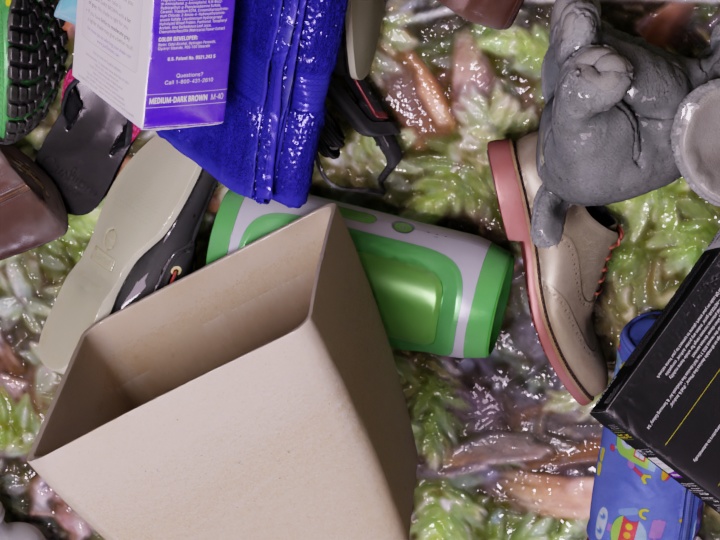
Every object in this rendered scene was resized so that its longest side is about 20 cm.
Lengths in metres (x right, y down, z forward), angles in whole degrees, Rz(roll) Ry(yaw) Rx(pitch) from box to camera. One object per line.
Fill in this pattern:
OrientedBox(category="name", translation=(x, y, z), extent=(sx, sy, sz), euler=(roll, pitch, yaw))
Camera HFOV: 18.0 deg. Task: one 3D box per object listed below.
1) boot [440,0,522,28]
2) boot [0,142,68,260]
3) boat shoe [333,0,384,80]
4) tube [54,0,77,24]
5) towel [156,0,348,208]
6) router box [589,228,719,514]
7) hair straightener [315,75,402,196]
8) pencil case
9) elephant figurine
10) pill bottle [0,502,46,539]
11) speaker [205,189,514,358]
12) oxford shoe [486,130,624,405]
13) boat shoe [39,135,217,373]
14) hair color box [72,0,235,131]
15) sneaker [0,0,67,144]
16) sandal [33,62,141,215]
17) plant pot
OrientedBox(category="boot", translation=(0.055, -0.264, 1.414), extent=(0.186, 0.064, 0.200), euler=(33, 123, -1))
OrientedBox(category="boot", translation=(-0.322, -0.065, 1.605), extent=(0.200, 0.064, 0.186), euler=(-24, 121, 35))
OrientedBox(category="boat shoe", translation=(-0.021, -0.222, 1.455), extent=(0.063, 0.074, 0.202), euler=(1, 110, 16))
OrientedBox(category="tube", translation=(-0.135, -0.238, 1.480), extent=(0.077, 0.050, 0.201), euler=(26, 114, 8))
OrientedBox(category="towel", translation=(-0.077, -0.153, 1.441), extent=(0.147, 0.049, 0.201), euler=(33, 125, 32))
OrientedBox(category="router box", translation=(0.265, 0.056, 1.457), extent=(0.149, 0.051, 0.200), euler=(37, 83, -3))
OrientedBox(category="hair straightener", translation=(-0.039, -0.127, 1.510), extent=(0.077, 0.041, 0.200), euler=(-37, 112, -16))
OrientedBox(category="pencil case", translation=(0.203, 0.130, 1.552), extent=(0.087, 0.078, 0.201), euler=(27, 124, 36))
OrientedBox(category="elephant figurine", translation=(0.216, -0.104, 1.420), extent=(0.199, 0.142, 0.155), euler=(5, 146, -4))
OrientedBox(category="pill bottle", translation=(-0.269, 0.263, 1.732), extent=(0.112, 0.112, 0.200), euler=(-24, 106, 24))
OrientedBox(category="speaker", translation=(0.000, 0.000, 1.546), extent=(0.199, 0.088, 0.089), euler=(14, 118, 9))
OrientedBox(category="oxford shoe", translation=(0.143, -0.001, 1.515), extent=(0.075, 0.071, 0.201), euler=(-16, 116, 6))
OrientedBox(category="boat shoe", translation=(-0.148, -0.012, 1.572), extent=(0.063, 0.074, 0.202), euler=(21, 104, -39))
OrientedBox(category="hair color box", translation=(-0.123, -0.199, 1.397), extent=(0.065, 0.109, 0.201), euler=(-8, 117, -30))
OrientedBox(category="sneaker", translation=(-0.257, -0.184, 1.546), extent=(0.085, 0.078, 0.201), euler=(-2, 105, 24))
OrientedBox(category="sandal", translation=(-0.175, -0.115, 1.563), extent=(0.075, 0.045, 0.200), euler=(29, 119, 1))
OrientedBox(category="plant pot", translation=(-0.066, 0.106, 1.449), extent=(0.199, 0.200, 0.177), euler=(-26, 109, 14))
